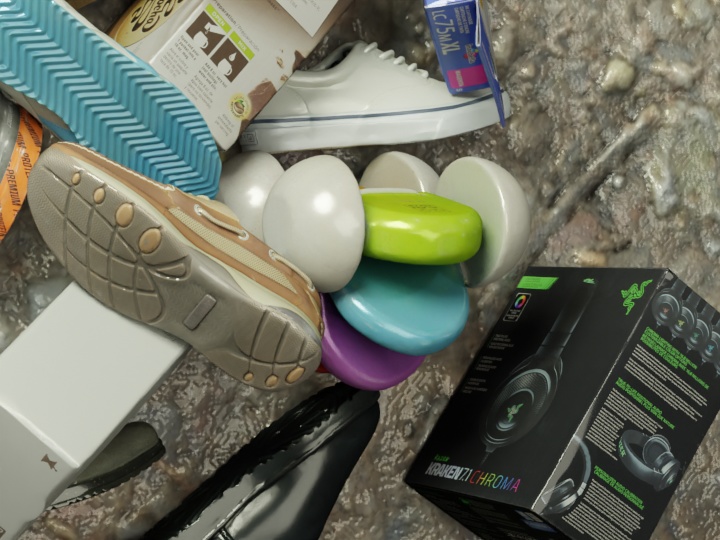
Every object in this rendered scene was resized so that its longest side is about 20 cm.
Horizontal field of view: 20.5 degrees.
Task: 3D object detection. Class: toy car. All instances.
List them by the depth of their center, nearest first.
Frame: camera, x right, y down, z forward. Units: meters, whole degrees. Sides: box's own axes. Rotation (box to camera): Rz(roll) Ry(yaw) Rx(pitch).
[{"bbox_3d":[0.000,0.000,1.270,0.175,0.200,0.150,-1,96,-33],"label":"toy car"}]

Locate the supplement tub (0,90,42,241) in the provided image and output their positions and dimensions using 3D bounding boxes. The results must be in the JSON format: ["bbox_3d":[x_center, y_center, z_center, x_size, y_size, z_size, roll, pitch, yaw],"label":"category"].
[{"bbox_3d":[-0.295,-0.086,1.160,0.200,0.123,0.123,22,80,-26],"label":"supplement tub"}]

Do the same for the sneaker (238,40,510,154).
[{"bbox_3d":[0.011,-0.120,1.343,0.200,0.073,0.071,-8,97,-26],"label":"sneaker"}]

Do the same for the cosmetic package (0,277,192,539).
[{"bbox_3d":[-0.166,0.060,1.183,0.081,0.113,0.200,42,41,-1],"label":"cosmetic package"}]

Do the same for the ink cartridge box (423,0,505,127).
[{"bbox_3d":[0.060,-0.203,1.307,0.042,0.119,0.200,-11,66,6],"label":"ink cartridge box"}]

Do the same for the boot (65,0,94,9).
[{"bbox_3d":[-0.215,-0.240,1.244,0.200,0.072,0.166,-21,83,-12],"label":"boot"}]

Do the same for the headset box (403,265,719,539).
[{"bbox_3d":[0.150,0.092,1.357,0.093,0.174,0.200,38,75,-22],"label":"headset box"}]

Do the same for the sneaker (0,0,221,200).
[{"bbox_3d":[-0.159,-0.107,1.175,0.077,0.081,0.200,-44,116,1],"label":"sneaker"}]

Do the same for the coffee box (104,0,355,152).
[{"bbox_3d":[-0.075,-0.172,1.269,0.080,0.113,0.200,48,68,-26],"label":"coffee box"}]

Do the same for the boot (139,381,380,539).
[{"bbox_3d":[-0.029,0.190,1.320,0.200,0.076,0.168,-40,104,-14],"label":"boot"}]

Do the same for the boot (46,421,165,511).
[{"bbox_3d":[-0.224,0.091,1.233,0.200,0.068,0.131,-17,90,-29],"label":"boot"}]

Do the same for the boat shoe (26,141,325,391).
[{"bbox_3d":[-0.105,-0.009,1.157,0.200,0.076,0.072,39,35,-15],"label":"boat shoe"}]
